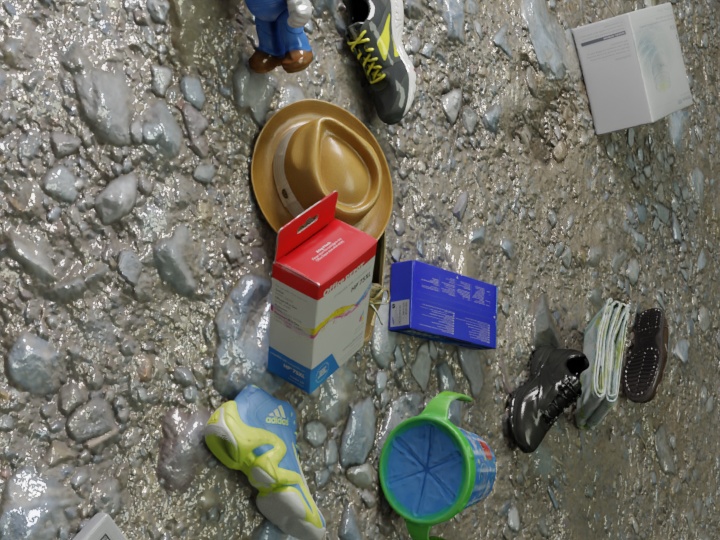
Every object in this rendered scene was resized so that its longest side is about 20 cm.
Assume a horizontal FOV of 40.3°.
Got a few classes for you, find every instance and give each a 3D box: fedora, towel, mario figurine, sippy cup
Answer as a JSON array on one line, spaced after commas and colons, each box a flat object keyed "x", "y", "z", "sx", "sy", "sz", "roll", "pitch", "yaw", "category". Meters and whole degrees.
[{"x": -0.033, "y": -0.117, "z": 1.174, "sx": 0.198, "sy": 0.082, "sz": 0.204, "roll": 5, "pitch": 77, "yaw": -24, "category": "fedora"}, {"x": 0.389, "y": 0.155, "z": 1.599, "sx": 0.200, "sy": 0.047, "sz": 0.173, "roll": 84, "pitch": 20, "yaw": -68, "category": "towel"}, {"x": -0.122, "y": -0.322, "z": 1.119, "sx": 0.106, "sy": 0.122, "sz": 0.202, "roll": -96, "pitch": 173, "yaw": -63, "category": "mario figurine"}, {"x": 0.112, "y": 0.262, "z": 1.291, "sx": 0.140, "sy": 0.178, "sz": 0.130, "roll": 48, "pitch": 17, "yaw": 30, "category": "sippy cup"}]

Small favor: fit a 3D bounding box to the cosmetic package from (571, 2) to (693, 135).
[{"x": 0.513, "y": -0.378, "z": 1.836, "sx": 0.198, "sy": 0.122, "sz": 0.203, "roll": -26, "pitch": 104, "yaw": -47, "category": "cosmetic package"}]

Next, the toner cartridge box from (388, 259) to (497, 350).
[{"x": 0.120, "y": 0.052, "z": 1.387, "sx": 0.199, "sy": 0.043, "sz": 0.097, "roll": 17, "pitch": 73, "yaw": -45, "category": "toner cartridge box"}]

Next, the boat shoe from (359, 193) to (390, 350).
[{"x": 0.000, "y": 0.000, "z": 1.247, "sx": 0.073, "sy": 0.062, "sz": 0.203, "roll": 8, "pitch": 78, "yaw": -47, "category": "boat shoe"}]

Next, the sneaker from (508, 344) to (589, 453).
[{"x": 0.294, "y": 0.194, "z": 1.524, "sx": 0.076, "sy": 0.090, "sz": 0.201, "roll": 52, "pitch": 51, "yaw": -31, "category": "sneaker"}]

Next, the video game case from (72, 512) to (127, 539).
[{"x": -0.262, "y": 0.368, "z": 0.928, "sx": 0.200, "sy": 0.023, "sz": 0.183, "roll": -49, "pitch": 119, "yaw": -42, "category": "video game case"}]

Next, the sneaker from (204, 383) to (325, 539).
[{"x": -0.086, "y": 0.211, "z": 1.109, "sx": 0.201, "sy": 0.075, "sz": 0.105, "roll": 56, "pitch": 47, "yaw": -25, "category": "sneaker"}]

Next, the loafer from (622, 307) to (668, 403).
[{"x": 0.542, "y": 0.165, "z": 1.814, "sx": 0.071, "sy": 0.072, "sz": 0.202, "roll": 46, "pitch": 53, "yaw": -31, "category": "loafer"}]

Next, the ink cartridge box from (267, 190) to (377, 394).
[{"x": -0.043, "y": 0.025, "z": 1.120, "sx": 0.116, "sy": 0.067, "sz": 0.202, "roll": -39, "pitch": 146, "yaw": -44, "category": "ink cartridge box"}]

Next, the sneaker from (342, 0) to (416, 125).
[{"x": 0.016, "y": -0.292, "z": 1.316, "sx": 0.084, "sy": 0.074, "sz": 0.203, "roll": 2, "pitch": 73, "yaw": -42, "category": "sneaker"}]
